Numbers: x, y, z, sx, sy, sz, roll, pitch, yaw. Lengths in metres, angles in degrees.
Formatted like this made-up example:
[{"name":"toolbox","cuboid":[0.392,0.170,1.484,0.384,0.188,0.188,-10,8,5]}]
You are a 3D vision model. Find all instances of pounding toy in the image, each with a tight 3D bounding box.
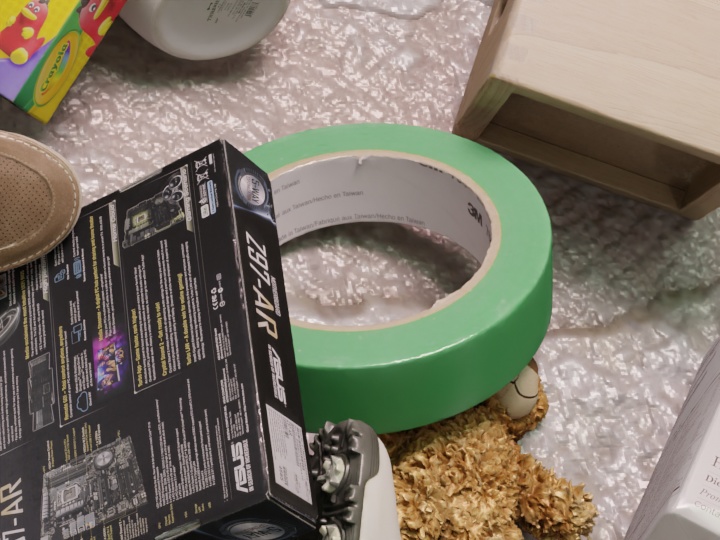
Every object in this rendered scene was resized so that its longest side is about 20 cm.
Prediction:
[{"name":"pounding toy","cuboid":[0.139,-0.131,1.252,0.183,0.200,0.143,19,81,-3]}]

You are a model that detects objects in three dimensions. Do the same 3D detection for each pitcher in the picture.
[{"name":"pitcher","cuboid":[-0.098,-0.237,1.254,0.121,0.172,0.201,-3,56,-26]}]

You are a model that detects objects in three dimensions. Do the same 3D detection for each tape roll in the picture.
[{"name":"tape roll","cuboid":[0.000,0.000,1.148,0.200,0.048,0.201,-3,39,3]}]

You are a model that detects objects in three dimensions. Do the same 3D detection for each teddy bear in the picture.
[{"name":"teddy bear","cuboid":[0.048,0.107,1.120,0.145,0.067,0.200,37,55,8]}]

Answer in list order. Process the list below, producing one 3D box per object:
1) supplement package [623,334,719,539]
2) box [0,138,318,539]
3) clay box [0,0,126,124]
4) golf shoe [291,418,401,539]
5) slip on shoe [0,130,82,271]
[{"name":"supplement package","cuboid":[0.249,0.122,1.118,0.191,0.147,0.200,27,54,4]},{"name":"box","cuboid":[-0.109,0.055,1.064,0.160,0.044,0.201,-25,54,22]},{"name":"clay box","cuboid":[-0.163,-0.193,1.183,0.115,0.048,0.200,32,89,22]},{"name":"golf shoe","cuboid":[0.006,0.169,1.034,0.088,0.077,0.201,2,88,-26]},{"name":"slip on shoe","cuboid":[-0.225,-0.036,1.044,0.199,0.061,0.076,8,93,-23]}]
